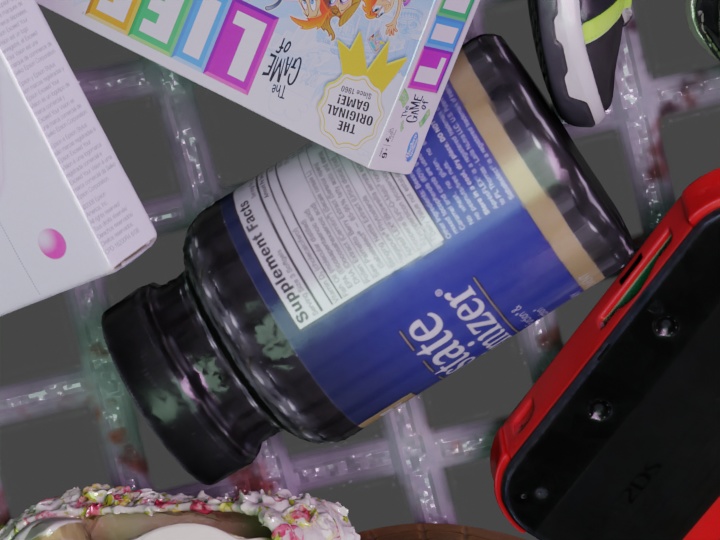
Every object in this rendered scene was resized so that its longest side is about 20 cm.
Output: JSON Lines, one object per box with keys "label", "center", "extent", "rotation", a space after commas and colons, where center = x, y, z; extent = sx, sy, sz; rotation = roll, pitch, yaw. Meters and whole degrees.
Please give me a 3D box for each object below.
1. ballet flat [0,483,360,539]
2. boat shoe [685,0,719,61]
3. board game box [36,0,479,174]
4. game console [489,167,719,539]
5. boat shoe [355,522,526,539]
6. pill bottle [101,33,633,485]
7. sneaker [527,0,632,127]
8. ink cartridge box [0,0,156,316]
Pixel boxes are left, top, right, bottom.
{"label": "ballet flat", "center": [-0.095, 0.119, 1.110], "extent": [0.200, 0.064, 0.076], "rotation": [-11, 75, 27]}
{"label": "boat shoe", "center": [0.209, -0.161, 1.081], "extent": [0.072, 0.068, 0.200], "rotation": [37, 98, -4]}
{"label": "board game box", "center": [-0.041, -0.138, 1.057], "extent": [0.200, 0.034, 0.135], "rotation": [27, 102, 28]}
{"label": "game console", "center": [0.168, 0.065, 1.114], "extent": [0.177, 0.031, 0.200], "rotation": [29, 119, -12]}
{"label": "boat shoe", "center": [-0.005, 0.164, 1.154], "extent": [0.200, 0.072, 0.072], "rotation": [-12, 132, 3]}
{"label": "pill bottle", "center": [0.000, 0.000, 1.093], "extent": [0.200, 0.112, 0.112], "rotation": [-33, 98, 7]}
{"label": "sneaker", "center": [0.110, -0.156, 1.081], "extent": [0.083, 0.072, 0.200], "rotation": [0, 101, 0]}
{"label": "ink cartridge box", "center": [-0.205, -0.065, 1.079], "extent": [0.196, 0.043, 0.200], "rotation": [-21, 102, 35]}
